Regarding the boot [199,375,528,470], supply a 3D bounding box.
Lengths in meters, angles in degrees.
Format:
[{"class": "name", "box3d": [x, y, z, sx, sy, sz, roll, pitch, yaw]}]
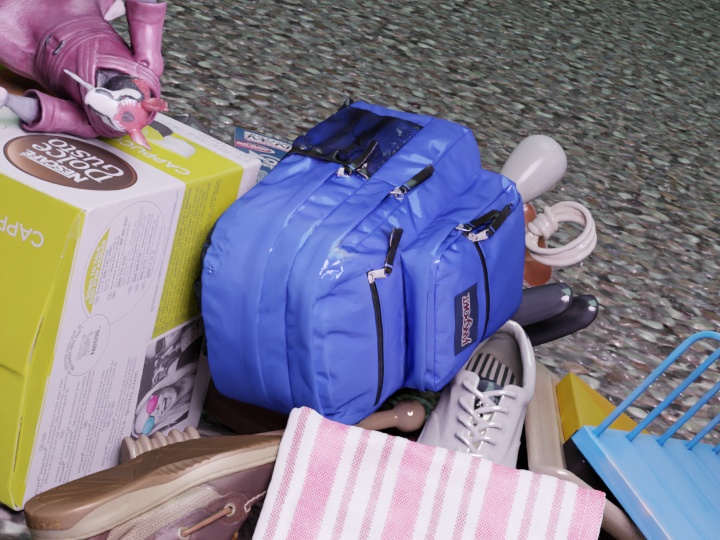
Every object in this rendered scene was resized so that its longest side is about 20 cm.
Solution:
[{"class": "boot", "box3d": [0.006, 0.101, 1.249, 0.200, 0.064, 0.186, 27, 23, 30]}]

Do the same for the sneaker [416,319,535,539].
[{"class": "sneaker", "box3d": [0.069, 0.102, 1.138, 0.073, 0.071, 0.200, 14, 35, 0]}]

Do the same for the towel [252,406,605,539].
[{"class": "towel", "box3d": [0.038, 0.165, 1.035, 0.200, 0.030, 0.146, 16, 57, -3]}]

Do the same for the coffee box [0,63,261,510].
[{"class": "coffee box", "box3d": [-0.213, -0.002, 1.136, 0.200, 0.200, 0.198, 25, 22, 22]}]

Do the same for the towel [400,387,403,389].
[{"class": "towel", "box3d": [-0.051, 0.042, 1.390, 0.200, 0.034, 0.132, 30, 25, 31]}]

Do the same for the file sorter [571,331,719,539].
[{"class": "file sorter", "box3d": [0.264, 0.129, 1.173, 0.200, 0.123, 0.139, 14, 35, -54]}]

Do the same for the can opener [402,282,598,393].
[{"class": "can opener", "box3d": [0.081, 0.040, 1.258, 0.063, 0.079, 0.200, 9, -16, -35]}]

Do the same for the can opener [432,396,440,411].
[{"class": "can opener", "box3d": [0.095, 0.078, 1.377, 0.053, 0.067, 0.200, 20, 26, 8]}]

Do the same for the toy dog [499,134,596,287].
[{"class": "toy dog", "box3d": [0.095, -0.006, 1.414, 0.132, 0.200, 0.096, 63, 7, 33]}]

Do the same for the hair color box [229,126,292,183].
[{"class": "hair color box", "box3d": [-0.079, -0.026, 1.348, 0.060, 0.100, 0.200, 15, 21, -11]}]

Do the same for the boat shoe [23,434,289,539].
[{"class": "boat shoe", "box3d": [-0.106, 0.144, 1.044, 0.072, 0.072, 0.200, -3, 8, 40]}]

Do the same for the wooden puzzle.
[{"class": "wooden puzzle", "box3d": [0.185, 0.141, 1.224, 0.185, 0.037, 0.200, 37, 15, -13]}]

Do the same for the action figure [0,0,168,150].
[{"class": "action figure", "box3d": [-0.178, -0.126, 1.107, 0.200, 0.134, 0.149, 47, -9, 32]}]

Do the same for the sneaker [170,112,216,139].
[{"class": "sneaker", "box3d": [-0.156, -0.031, 1.295, 0.080, 0.200, 0.074, -24, 65, -42]}]

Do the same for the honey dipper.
[{"class": "honey dipper", "box3d": [-0.051, 0.107, 1.142, 0.200, 0.038, 0.038, -9, 29, -18]}]

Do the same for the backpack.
[{"class": "backpack", "box3d": [0.000, 0.000, 1.140, 0.168, 0.163, 0.200, 14, 35, 33]}]
